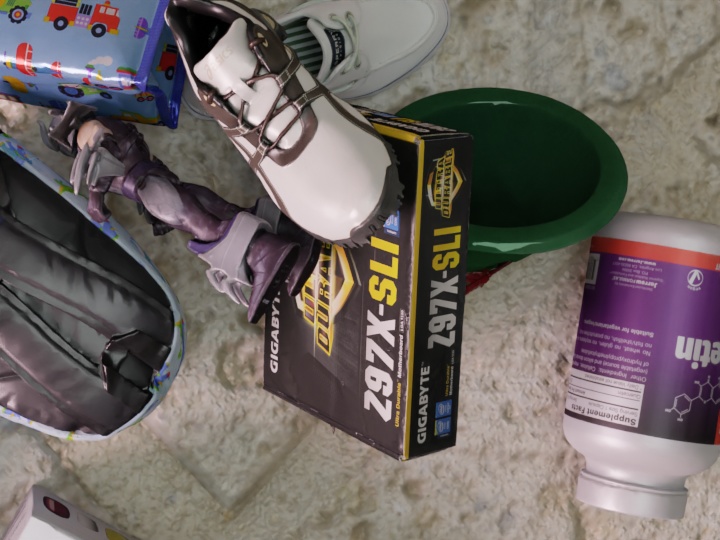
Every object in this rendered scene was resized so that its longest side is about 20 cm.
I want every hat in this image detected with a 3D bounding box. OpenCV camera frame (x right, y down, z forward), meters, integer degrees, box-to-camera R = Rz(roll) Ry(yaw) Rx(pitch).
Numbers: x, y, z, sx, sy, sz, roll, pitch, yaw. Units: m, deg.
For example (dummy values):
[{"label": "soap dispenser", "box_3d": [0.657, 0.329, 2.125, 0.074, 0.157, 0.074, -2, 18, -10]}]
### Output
[{"label": "hat", "box_3d": [0.076, -0.009, 1.053, 0.197, 0.167, 0.178, 0, 133, -3]}]

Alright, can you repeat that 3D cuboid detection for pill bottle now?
[{"label": "pill bottle", "box_3d": [0.203, 0.065, 1.046, 0.111, 0.112, 0.203, 8, 91, -12]}]

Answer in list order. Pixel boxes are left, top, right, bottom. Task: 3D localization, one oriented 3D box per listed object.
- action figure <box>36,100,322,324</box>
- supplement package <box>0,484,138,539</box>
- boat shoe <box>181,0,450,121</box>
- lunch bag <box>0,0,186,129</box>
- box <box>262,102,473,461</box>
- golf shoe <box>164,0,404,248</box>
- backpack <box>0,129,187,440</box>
[{"label": "action figure", "box_3d": [-0.123, -0.046, 0.932, 0.198, 0.130, 0.070, 30, 101, 15]}, {"label": "supplement package", "box_3d": [-0.165, 0.261, 0.978, 0.199, 0.111, 0.157, 31, 86, -12]}, {"label": "boat shoe", "box_3d": [-0.025, -0.144, 1.012, 0.198, 0.067, 0.074, -23, 97, -10]}, {"label": "lunch bag", "box_3d": [-0.175, -0.209, 0.963, 0.148, 0.094, 0.203, 10, 79, 7]}, {"label": "box", "box_3d": [0.000, 0.000, 0.957, 0.049, 0.159, 0.203, -9, 109, -38]}, {"label": "golf shoe", "box_3d": [-0.054, -0.091, 0.882, 0.078, 0.094, 0.200, -48, 56, 10]}, {"label": "backpack", "box_3d": [-0.203, 0.020, 0.955, 0.198, 0.154, 0.164, 29, 82, 10]}]
